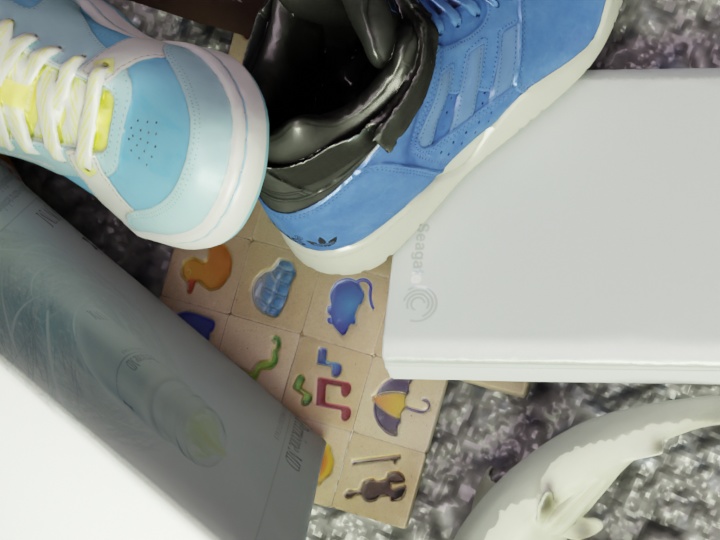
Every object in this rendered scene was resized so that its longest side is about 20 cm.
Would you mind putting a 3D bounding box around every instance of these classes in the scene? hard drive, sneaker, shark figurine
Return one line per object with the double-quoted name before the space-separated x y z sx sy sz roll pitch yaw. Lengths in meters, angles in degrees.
"hard drive" 0.114 -0.019 0.899 0.200 0.026 0.132 0 64 14
"sneaker" 0.028 -0.099 0.880 0.077 0.111 0.200 38 80 30
"sneaker" -0.128 -0.064 0.846 0.200 0.130 0.080 28 106 53
"shark figurine" 0.078 0.092 0.901 0.128 0.090 0.215 36 104 -18

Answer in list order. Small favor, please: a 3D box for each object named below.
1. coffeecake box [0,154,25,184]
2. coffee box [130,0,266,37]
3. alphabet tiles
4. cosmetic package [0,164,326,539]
"coffeecake box" -0.263 -0.069 1.004 0.153 0.073 0.200 -35 77 8
"coffee box" -0.038 -0.208 0.906 0.080 0.114 0.200 18 71 2
"alphabet tiles" 0.000 0.000 0.963 0.167 0.008 0.200 15 88 15
"cosmetic package" -0.127 0.070 0.856 0.200 0.199 0.123 42 100 -6
